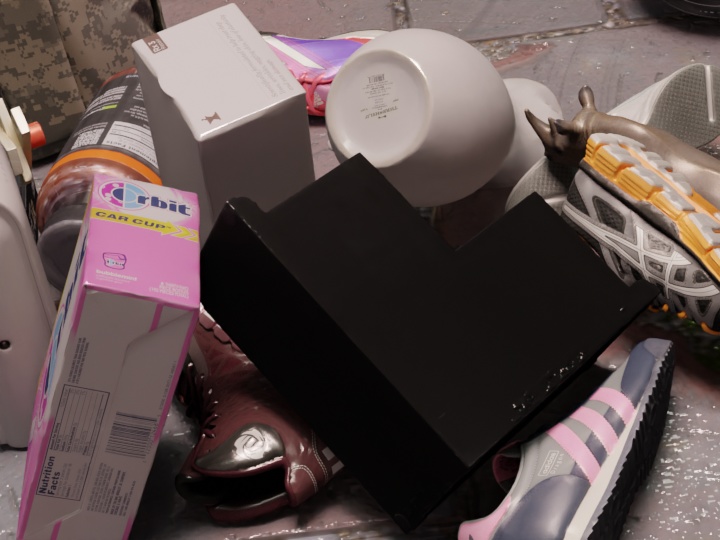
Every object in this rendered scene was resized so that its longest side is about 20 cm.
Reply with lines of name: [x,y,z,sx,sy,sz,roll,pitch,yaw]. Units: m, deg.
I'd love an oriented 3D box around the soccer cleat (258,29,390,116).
soccer cleat: [-0.053,-0.161,1.283,0.198,0.069,0.073,-4,39,3]

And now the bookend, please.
bookend: [0.038,0.012,0.899,0.200,0.092,0.198,46,52,9]

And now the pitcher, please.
pitcher: [0.037,-0.099,1.086,0.171,0.122,0.200,-16,-8,27]

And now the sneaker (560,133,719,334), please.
sneaker: [0.201,-0.001,0.935,0.078,0.078,0.200,3,37,-47]

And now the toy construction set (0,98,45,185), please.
toy construction set: [-0.327,-0.077,1.087,0.198,0.132,0.093,-10,54,-11]

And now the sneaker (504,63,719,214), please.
sneaker: [0.187,-0.079,1.119,0.200,0.071,0.080,-33,6,-14]

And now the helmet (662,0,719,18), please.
helmet: [0.323,-0.313,1.301,0.200,0.191,0.200,-38,14,11]

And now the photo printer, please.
photo printer: [-0.248,-0.008,0.990,0.069,0.201,0.167,-18,35,-13]

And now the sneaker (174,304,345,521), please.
sneaker: [-0.094,0.088,0.931,0.199,0.076,0.115,19,47,34]

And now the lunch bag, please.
lunch bag: [-0.249,-0.214,1.289,0.167,0.201,0.140,-21,39,-11]

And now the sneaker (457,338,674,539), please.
sneaker: [0.123,0.101,0.864,0.081,0.071,0.200,12,38,24]

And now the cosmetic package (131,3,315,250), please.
cosmetic package: [-0.084,-0.062,1.011,0.081,0.201,0.113,-23,52,-18]

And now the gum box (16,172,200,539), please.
gum box: [-0.149,0.061,0.880,0.066,0.201,0.114,12,32,-15]

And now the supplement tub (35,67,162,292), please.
supplement tub: [-0.180,-0.063,1.135,0.106,0.108,0.201,0,36,12]

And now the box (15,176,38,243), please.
box: [-0.351,-0.016,1.161,0.198,0.044,0.161,-12,34,-4]

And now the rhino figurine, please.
rhino figurine: [0.196,-0.063,1.019,0.199,0.088,0.060,33,67,19]
